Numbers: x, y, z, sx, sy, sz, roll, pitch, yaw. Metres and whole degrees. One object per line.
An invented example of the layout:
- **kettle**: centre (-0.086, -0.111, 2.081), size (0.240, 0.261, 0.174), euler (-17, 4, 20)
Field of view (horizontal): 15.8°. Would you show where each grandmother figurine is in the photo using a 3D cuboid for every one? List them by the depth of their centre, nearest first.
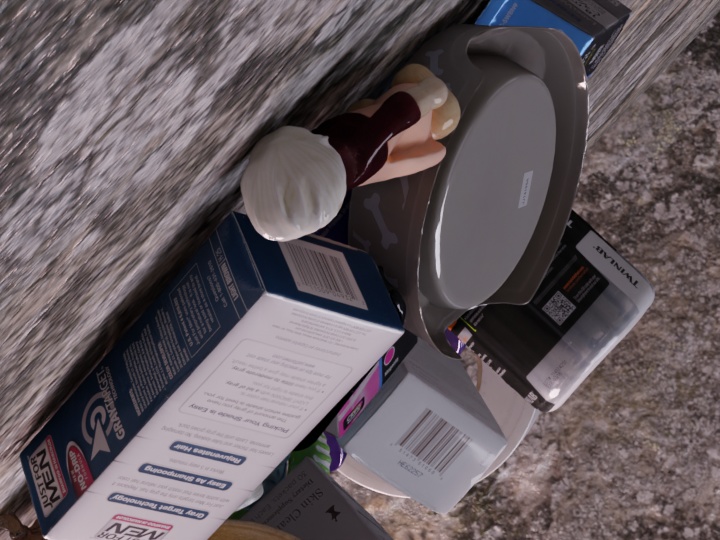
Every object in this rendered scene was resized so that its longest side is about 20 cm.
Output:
- **grandmother figurine**: centre (-0.006, -0.058, 1.315), size (0.121, 0.061, 0.200), euler (-43, 178, 25)

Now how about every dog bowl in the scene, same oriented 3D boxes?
- **dog bowl**: centre (0.062, -0.052, 1.512), size (0.200, 0.058, 0.201), euler (-42, 143, -44)

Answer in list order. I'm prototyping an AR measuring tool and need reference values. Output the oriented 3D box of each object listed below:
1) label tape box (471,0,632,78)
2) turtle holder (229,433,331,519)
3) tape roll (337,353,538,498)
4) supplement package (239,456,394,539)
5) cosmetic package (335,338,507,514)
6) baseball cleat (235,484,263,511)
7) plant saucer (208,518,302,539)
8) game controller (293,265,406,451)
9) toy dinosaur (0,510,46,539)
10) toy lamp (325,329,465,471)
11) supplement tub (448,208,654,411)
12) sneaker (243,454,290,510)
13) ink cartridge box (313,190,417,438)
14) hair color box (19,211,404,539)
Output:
- **label tape box**: centre (0.093, -0.114, 1.668), size (0.144, 0.063, 0.200), euler (-55, 174, 20)
- **turtle holder**: centre (-0.107, 0.159, 1.721), size (0.141, 0.132, 0.186), euler (-10, 139, -50)
- **tape roll**: centre (0.049, 0.076, 2.075), size (0.203, 0.203, 0.139), euler (-48, 175, 6)
- **supplement package**: centre (-0.051, 0.241, 1.643), size (0.200, 0.111, 0.156), euler (-44, 156, -2)
- **cosmetic package**: centre (0.016, 0.068, 1.764), size (0.074, 0.102, 0.200), euler (-48, -151, 10)
- **baseball cleat**: centre (-0.079, 0.073, 1.457), size (0.070, 0.107, 0.200), euler (-28, 163, -30)
- **plant saucer**: centre (-0.086, 0.242, 1.526), size (0.200, 0.200, 0.035), euler (-47, -170, -2)
- **game controller**: centre (-0.046, 0.040, 1.499), size (0.200, 0.104, 0.042), euler (125, -14, -55)
- **toy dinosaur**: centre (-0.191, 0.191, 1.588), size (0.136, 0.086, 0.200), euler (-51, 179, 33)
- **toy lamp**: centre (0.023, 0.073, 1.917), size (0.200, 0.058, 0.058), euler (-42, 173, -38)
- **supplement tub**: centre (0.099, -0.007, 1.827), size (0.123, 0.200, 0.123), euler (-47, 176, -4)
- **sneaker**: centre (-0.072, 0.108, 1.644), size (0.074, 0.082, 0.200), euler (-15, -171, 43)
- **ink cartridge box**: centre (-0.001, 0.003, 1.548), size (0.095, 0.037, 0.200), euler (-49, 152, -34)
- **hair color box**: centre (-0.080, 0.065, 1.353), size (0.100, 0.061, 0.200), euler (17, 126, -40)
